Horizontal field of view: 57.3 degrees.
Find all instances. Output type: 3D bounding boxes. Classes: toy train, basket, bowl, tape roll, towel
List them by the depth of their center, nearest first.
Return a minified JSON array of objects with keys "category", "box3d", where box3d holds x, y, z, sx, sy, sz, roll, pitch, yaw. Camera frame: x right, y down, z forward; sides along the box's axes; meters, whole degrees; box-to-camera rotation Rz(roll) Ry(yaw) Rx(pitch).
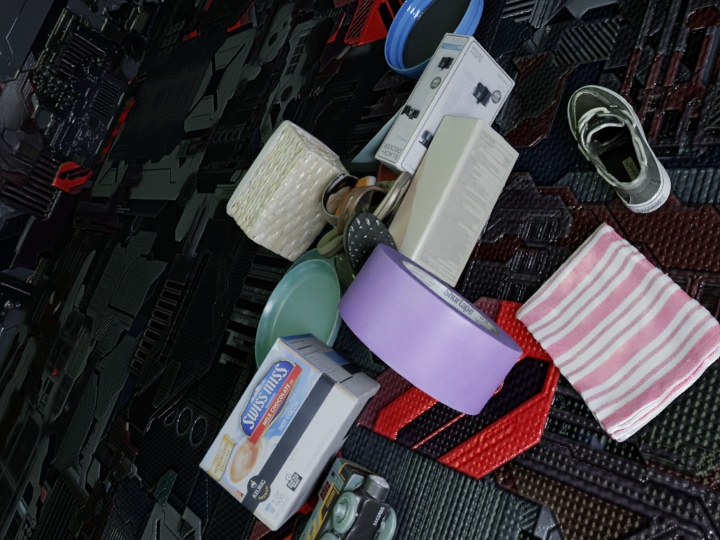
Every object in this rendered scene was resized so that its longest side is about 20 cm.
[{"category":"towel","box3d":[0.254,0.054,0.671,0.147,0.030,0.201,-49,38,16]},{"category":"tape roll","box3d":[0.077,0.062,0.736,0.086,0.198,0.200,-55,37,8]},{"category":"toy train","box3d":[-0.028,0.330,0.799,0.203,0.084,0.114,-64,23,2]},{"category":"bowl","box3d":[0.125,-0.418,1.118,0.199,0.039,0.204,-28,48,37]},{"category":"basket","box3d":[-0.121,-0.132,1.157,0.201,0.135,0.124,-52,42,12]}]

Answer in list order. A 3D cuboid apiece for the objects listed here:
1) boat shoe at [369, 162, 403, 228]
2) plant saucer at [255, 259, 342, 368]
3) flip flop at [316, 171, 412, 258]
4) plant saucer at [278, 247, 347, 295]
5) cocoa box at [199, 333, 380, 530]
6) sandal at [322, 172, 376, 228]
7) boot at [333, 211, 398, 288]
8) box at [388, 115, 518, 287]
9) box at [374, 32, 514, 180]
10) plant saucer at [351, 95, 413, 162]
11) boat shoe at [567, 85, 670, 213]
[{"category":"boat shoe","box3d":[0.043,-0.099,0.996,0.071,0.062,0.203,-31,45,37]},{"category":"plant saucer","box3d":[-0.091,0.082,1.014,0.199,0.027,0.203,-29,47,36]},{"category":"flip flop","box3d":[-0.005,-0.081,0.919,0.199,0.058,0.081,-31,13,47]},{"category":"plant saucer","box3d":[-0.084,0.060,1.076,0.199,0.027,0.203,-30,47,37]},{"category":"cocoa box","box3d":[-0.089,0.202,0.865,0.130,0.133,0.202,34,96,13]},{"category":"sandal","box3d":[-0.026,-0.120,1.040,0.206,0.058,0.081,158,133,-75]},{"category":"boot","box3d":[0.000,0.000,0.880,0.068,0.202,0.130,-41,37,-19]},{"category":"box","box3d":[0.119,-0.093,0.875,0.077,0.094,0.203,23,84,54]},{"category":"box","box3d":[0.119,-0.212,0.929,0.060,0.116,0.202,33,95,50]},{"category":"plant saucer","box3d":[0.066,-0.229,1.022,0.201,0.039,0.201,-45,8,8]},{"category":"boat shoe","box3d":[0.281,-0.154,0.741,0.071,0.063,0.202,-40,42,26]}]
